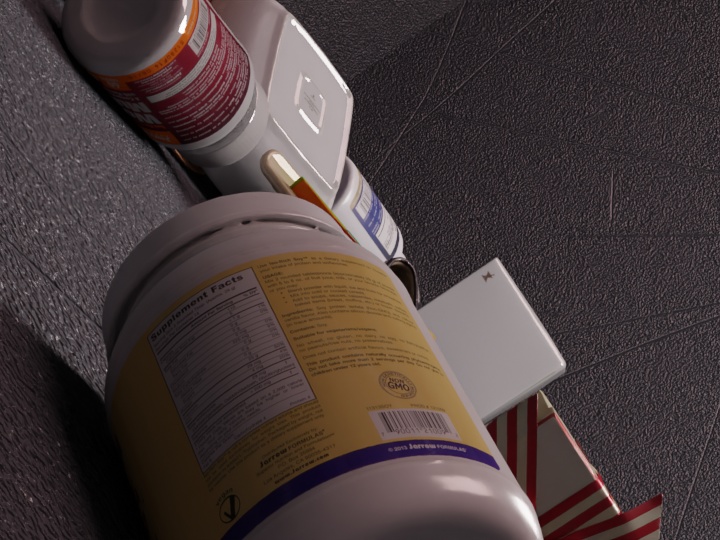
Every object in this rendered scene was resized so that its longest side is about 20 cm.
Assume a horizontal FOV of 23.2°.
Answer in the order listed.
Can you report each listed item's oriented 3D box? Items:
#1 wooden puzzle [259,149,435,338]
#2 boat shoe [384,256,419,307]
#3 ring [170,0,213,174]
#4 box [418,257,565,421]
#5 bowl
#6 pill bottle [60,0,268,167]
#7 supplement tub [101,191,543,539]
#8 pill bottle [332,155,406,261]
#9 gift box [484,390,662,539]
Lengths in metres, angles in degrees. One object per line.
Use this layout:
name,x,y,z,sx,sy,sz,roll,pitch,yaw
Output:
wooden puzzle,0.000,0.000,1.510,0.185,0.037,0.201,50,6,-47
boat shoe,0.024,0.057,1.769,0.074,0.060,0.201,38,29,-13
ring,-0.157,-0.187,1.588,0.200,0.019,0.203,-5,90,-71
box,0.186,0.120,2.700,0.200,0.199,0.171,57,2,8
bowl,-0.075,-0.147,1.626,0.200,0.074,0.201,49,38,-39
pill bottle,-0.150,-0.165,1.409,0.110,0.109,0.200,58,4,29
supplement tub,-0.024,0.075,0.727,0.146,0.145,0.201,53,5,-45
pill bottle,-0.015,-0.045,2.150,0.200,0.111,0.111,53,5,-45
gift box,0.143,0.206,1.479,0.185,0.199,0.187,51,5,-3
